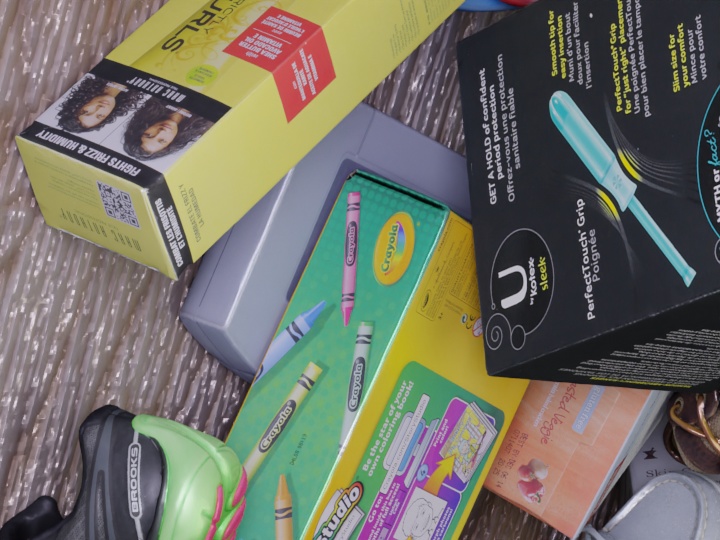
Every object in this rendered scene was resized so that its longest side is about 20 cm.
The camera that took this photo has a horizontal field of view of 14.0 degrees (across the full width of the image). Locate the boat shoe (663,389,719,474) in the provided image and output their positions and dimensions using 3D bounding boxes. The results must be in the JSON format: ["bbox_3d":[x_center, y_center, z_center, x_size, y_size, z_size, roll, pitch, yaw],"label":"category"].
[{"bbox_3d":[0.183,0.070,1.389,0.072,0.072,0.200,-44,-176,-7],"label":"boat shoe"}]

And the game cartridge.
[{"bbox_3d":[0.000,0.000,1.298,0.200,0.041,0.134,25,84,-56],"label":"game cartridge"}]

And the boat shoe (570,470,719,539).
[{"bbox_3d":[0.110,0.180,1.409,0.202,0.074,0.065,-52,140,-5],"label":"boat shoe"}]

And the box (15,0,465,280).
[{"bbox_3d":[-0.041,-0.084,1.162,0.200,0.075,0.050,-44,139,-30],"label":"box"}]

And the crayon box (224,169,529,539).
[{"bbox_3d":[0.004,0.072,1.261,0.119,0.058,0.201,31,83,-55],"label":"crayon box"}]

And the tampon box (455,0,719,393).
[{"bbox_3d":[0.150,-0.046,1.178,0.126,0.200,0.151,6,73,-34],"label":"tampon box"}]

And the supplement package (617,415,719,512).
[{"bbox_3d":[0.237,0.147,1.539,0.111,0.199,0.156,-92,179,-59],"label":"supplement package"}]

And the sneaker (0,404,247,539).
[{"bbox_3d":[-0.114,0.138,1.191,0.201,0.084,0.077,-63,167,21],"label":"sneaker"}]

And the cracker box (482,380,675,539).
[{"bbox_3d":[0.136,0.025,1.398,0.134,0.058,0.200,-65,170,28],"label":"cracker box"}]

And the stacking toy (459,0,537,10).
[{"bbox_3d":[0.127,-0.162,1.216,0.110,0.199,0.117,-8,103,-52],"label":"stacking toy"}]
